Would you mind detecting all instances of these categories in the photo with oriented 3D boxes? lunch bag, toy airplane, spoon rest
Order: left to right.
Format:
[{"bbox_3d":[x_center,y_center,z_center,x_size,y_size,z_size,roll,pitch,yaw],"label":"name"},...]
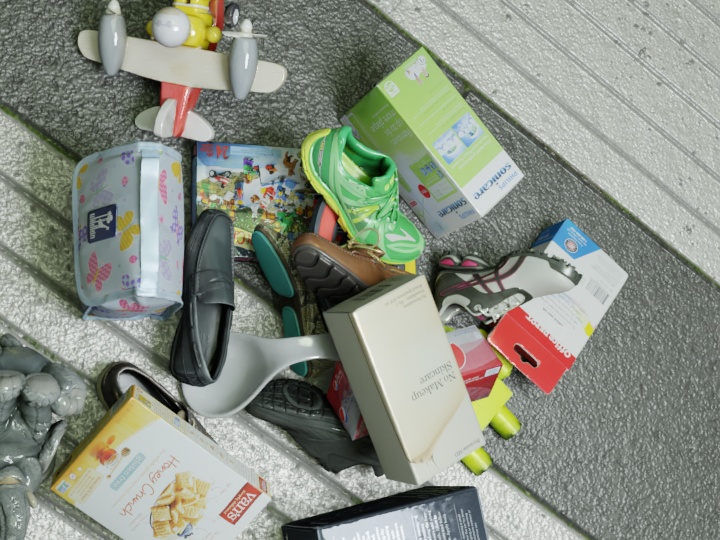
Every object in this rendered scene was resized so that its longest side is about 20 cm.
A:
[{"bbox_3d":[-0.252,-0.039,1.311,0.126,0.200,0.172,1,81,-19],"label":"lunch bag"},{"bbox_3d":[-0.210,-0.249,1.389,0.199,0.141,0.200,-31,75,1],"label":"toy airplane"},{"bbox_3d":[-0.114,0.107,1.375,0.198,0.061,0.101,-15,70,9],"label":"spoon rest"}]

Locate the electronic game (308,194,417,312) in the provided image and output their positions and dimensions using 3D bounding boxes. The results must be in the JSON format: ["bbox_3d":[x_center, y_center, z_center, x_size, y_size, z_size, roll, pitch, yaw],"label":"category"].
[{"bbox_3d":[0.006,-0.014,1.440,0.199,0.041,0.203,13,73,-50],"label":"electronic game"}]

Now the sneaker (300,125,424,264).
[{"bbox_3d":[0.013,-0.083,1.377,0.200,0.083,0.074,47,46,-26],"label":"sneaker"}]

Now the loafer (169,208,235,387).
[{"bbox_3d":[-0.167,0.031,1.359,0.068,0.070,0.203,15,80,-45],"label":"loafer"}]

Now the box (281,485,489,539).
[{"bbox_3d":[0.030,0.321,1.378,0.198,0.148,0.108,-10,84,-20],"label":"box"}]

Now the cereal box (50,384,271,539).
[{"bbox_3d":[-0.216,0.237,1.316,0.199,0.040,0.144,39,101,-18],"label":"cereal box"}]

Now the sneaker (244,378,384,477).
[{"bbox_3d":[-0.044,0.191,1.413,0.198,0.076,0.092,17,114,1],"label":"sneaker"}]

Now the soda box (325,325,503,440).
[{"bbox_3d":[0.063,0.127,1.396,0.198,0.064,0.070,-13,51,-30],"label":"soda box"}]

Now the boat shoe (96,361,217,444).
[{"bbox_3d":[-0.218,0.183,1.354,0.200,0.073,0.075,43,71,-8],"label":"boat shoe"}]

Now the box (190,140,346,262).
[{"bbox_3d":[-0.105,-0.079,1.455,0.198,0.038,0.138,2,81,-19],"label":"box"}]

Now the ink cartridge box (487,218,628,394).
[{"bbox_3d":[0.240,0.050,1.540,0.116,0.067,0.201,41,70,-9],"label":"ink cartridge box"}]

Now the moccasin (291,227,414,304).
[{"bbox_3d":[0.001,0.000,1.356,0.200,0.073,0.079,23,59,-37],"label":"moccasin"}]

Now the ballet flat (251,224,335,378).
[{"bbox_3d":[-0.069,0.027,1.421,0.075,0.068,0.202,-27,111,-28],"label":"ballet flat"}]

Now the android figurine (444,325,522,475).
[{"bbox_3d":[0.108,0.152,1.493,0.182,0.041,0.200,-44,98,-20],"label":"android figurine"}]

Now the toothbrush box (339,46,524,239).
[{"bbox_3d":[0.084,-0.152,1.477,0.086,0.145,0.200,-43,97,-21],"label":"toothbrush box"}]

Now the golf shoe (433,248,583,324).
[{"bbox_3d":[0.177,0.025,1.462,0.077,0.198,0.089,37,61,-42],"label":"golf shoe"}]

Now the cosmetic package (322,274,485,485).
[{"bbox_3d":[0.048,0.116,1.296,0.103,0.073,0.202,-27,101,-28],"label":"cosmetic package"}]

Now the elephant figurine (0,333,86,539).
[{"bbox_3d":[-0.375,0.193,1.276,0.140,0.155,0.203,14,104,18],"label":"elephant figurine"}]
